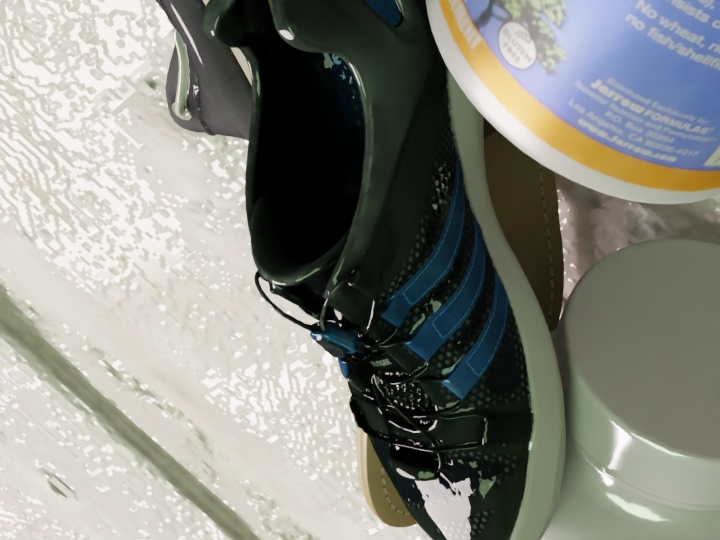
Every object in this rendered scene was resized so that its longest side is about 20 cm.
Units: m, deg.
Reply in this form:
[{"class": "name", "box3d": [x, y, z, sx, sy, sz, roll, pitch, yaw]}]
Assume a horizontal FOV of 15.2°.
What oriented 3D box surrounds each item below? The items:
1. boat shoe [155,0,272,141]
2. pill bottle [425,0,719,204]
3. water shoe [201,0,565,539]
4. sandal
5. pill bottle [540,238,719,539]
[{"class": "boat shoe", "box3d": [-0.065, -0.114, 0.786, 0.062, 0.073, 0.201, -4, 133, 30]}, {"class": "pill bottle", "box3d": [0.102, -0.114, 0.653, 0.112, 0.112, 0.200, 32, 139, -2]}, {"class": "water shoe", "box3d": [0.000, 0.000, 0.757, 0.071, 0.079, 0.201, 4, 114, 44]}, {"class": "sandal", "box3d": [0.019, -0.020, 0.850, 0.070, 0.077, 0.213, 44, 142, 36]}, {"class": "pill bottle", "box3d": [0.085, 0.088, 0.863, 0.112, 0.113, 0.201, 23, 139, 9]}]
